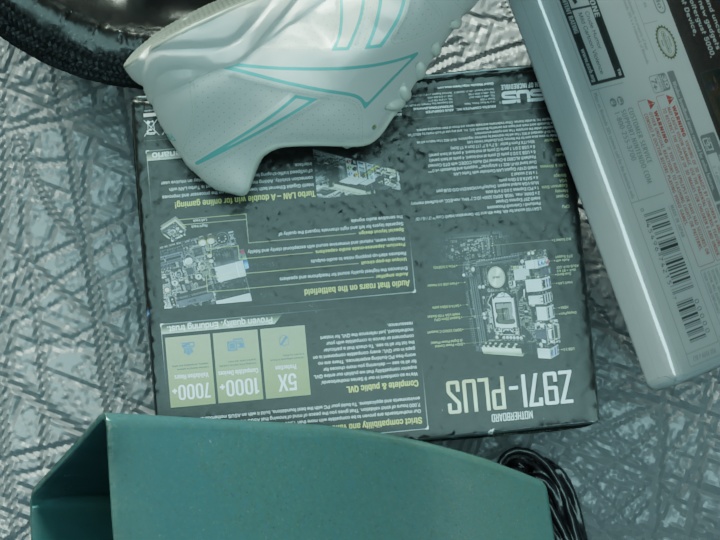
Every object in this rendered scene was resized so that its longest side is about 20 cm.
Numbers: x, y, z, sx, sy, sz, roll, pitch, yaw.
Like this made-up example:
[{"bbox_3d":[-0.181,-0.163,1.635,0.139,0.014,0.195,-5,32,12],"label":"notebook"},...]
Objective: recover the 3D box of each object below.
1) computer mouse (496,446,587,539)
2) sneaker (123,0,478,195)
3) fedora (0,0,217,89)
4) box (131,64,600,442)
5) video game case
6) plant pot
[{"bbox_3d":[0.038,0.188,0.847,0.199,0.046,0.141,-30,80,-17],"label":"computer mouse"},{"bbox_3d":[0.003,-0.102,0.778,0.199,0.070,0.081,-26,102,2],"label":"sneaker"},{"bbox_3d":[-0.101,-0.168,0.846,0.198,0.092,0.203,1,86,-8],"label":"fedora"},{"bbox_3d":[0.000,0.000,0.840,0.198,0.086,0.166,-6,84,-5],"label":"box"},{"bbox_3d":[0.163,-0.064,0.845,0.181,0.023,0.202,-17,85,-38],"label":"video game case"},{"bbox_3d":[-0.022,0.142,0.757,0.198,0.141,0.143,0,71,-23],"label":"plant pot"}]
